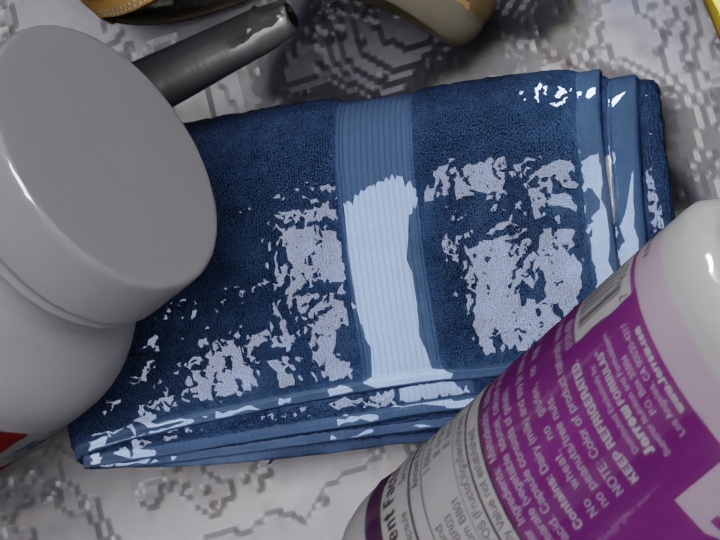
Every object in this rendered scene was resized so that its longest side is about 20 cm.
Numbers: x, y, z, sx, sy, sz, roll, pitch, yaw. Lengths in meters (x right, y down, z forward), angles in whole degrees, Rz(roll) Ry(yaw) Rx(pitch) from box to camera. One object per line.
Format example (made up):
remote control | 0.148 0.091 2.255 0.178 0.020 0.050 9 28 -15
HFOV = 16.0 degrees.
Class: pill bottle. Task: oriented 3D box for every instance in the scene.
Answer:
pill bottle | 0.064 0.082 0.721 0.200 0.112 0.112 -44 75 25
pill bottle | -0.140 0.015 0.757 0.200 0.112 0.113 -33 76 31

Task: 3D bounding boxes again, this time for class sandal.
sandal | -0.056 -0.099 0.811 0.199 0.080 0.054 20 96 9

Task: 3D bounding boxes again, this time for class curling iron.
curling iron | -0.108 -0.046 0.807 0.199 0.026 0.050 -21 53 25

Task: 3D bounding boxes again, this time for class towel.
towel | 0.000 0.000 0.796 0.199 0.049 0.112 -7 80 11

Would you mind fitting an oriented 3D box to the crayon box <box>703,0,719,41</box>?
crayon box | 0.172 -0.080 0.768 0.127 0.051 0.201 -22 80 9
